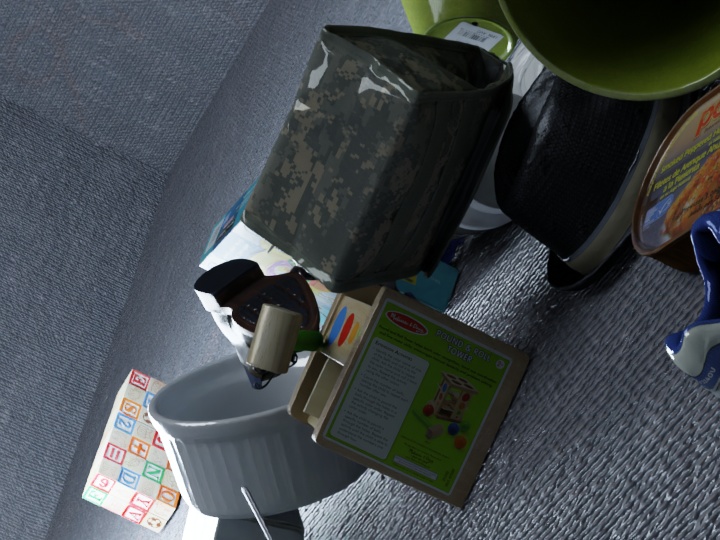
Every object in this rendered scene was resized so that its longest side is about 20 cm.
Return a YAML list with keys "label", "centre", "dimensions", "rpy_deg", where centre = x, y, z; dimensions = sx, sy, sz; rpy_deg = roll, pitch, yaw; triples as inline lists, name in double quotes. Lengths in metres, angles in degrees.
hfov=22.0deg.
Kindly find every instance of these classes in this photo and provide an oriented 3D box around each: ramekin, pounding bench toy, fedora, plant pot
- label: "ramekin"
  centre: [-0.081, 0.140, 1.635]
  dimensions: [0.201, 0.199, 0.099]
  rpy_deg: [-122, 18, -75]
- label: "pounding bench toy"
  centre: [-0.001, 0.072, 1.415]
  dimensions: [0.125, 0.199, 0.156]
  rpy_deg: [-65, 13, -1]
- label: "fedora"
  centre: [0.157, -0.090, 1.313]
  dimensions: [0.201, 0.091, 0.201]
  rpy_deg: [-59, 14, 25]
- label: "plant pot"
  centre: [0.104, -0.306, 1.811]
  dimensions: [0.187, 0.186, 0.202]
  rpy_deg: [134, 144, -55]
- label: "plant pot"
  centre: [0.203, -0.243, 1.257]
  dimensions: [0.188, 0.186, 0.200]
  rpy_deg: [-56, 1, 35]

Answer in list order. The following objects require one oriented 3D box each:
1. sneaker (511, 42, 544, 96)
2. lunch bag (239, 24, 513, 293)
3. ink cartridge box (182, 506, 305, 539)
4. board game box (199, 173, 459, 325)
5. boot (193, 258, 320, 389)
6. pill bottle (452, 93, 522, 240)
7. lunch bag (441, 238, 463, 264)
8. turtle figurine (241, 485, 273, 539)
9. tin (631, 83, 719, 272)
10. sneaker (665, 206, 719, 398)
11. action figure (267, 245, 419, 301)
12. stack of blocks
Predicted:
- label: "sneaker"
  centre: [0.190, -0.210, 1.490]
  dimensions: [0.099, 0.077, 0.202]
  rpy_deg: [-126, 53, -69]
- label: "lunch bag"
  centre: [0.031, -0.084, 1.356]
  dimensions: [0.199, 0.117, 0.165]
  rpy_deg: [-11, -49, -56]
- label: "ink cartridge box"
  centre: [-0.115, 0.263, 1.723]
  dimensions: [0.200, 0.087, 0.147]
  rpy_deg: [-125, 48, -73]
- label: "board game box"
  centre: [-0.031, -0.002, 1.677]
  dimensions: [0.151, 0.199, 0.047]
  rpy_deg: [-39, 27, 63]
- label: "boot"
  centre: [-0.068, 0.056, 1.559]
  dimensions: [0.074, 0.097, 0.200]
  rpy_deg: [-32, 24, -14]
- label: "pill bottle"
  centre: [0.085, -0.088, 1.555]
  dimensions: [0.117, 0.115, 0.200]
  rpy_deg: [-67, 12, -11]
- label: "lunch bag"
  centre: [0.001, -0.062, 1.739]
  dimensions: [0.125, 0.169, 0.200]
  rpy_deg: [-63, 11, 2]
- label: "turtle figurine"
  centre: [-0.082, 0.299, 1.385]
  dimensions: [0.193, 0.143, 0.202]
  rpy_deg: [17, 125, 60]
- label: "tin"
  centre: [0.228, -0.068, 1.111]
  dimensions: [0.200, 0.042, 0.113]
  rpy_deg: [140, 149, -62]
- label: "sneaker"
  centre: [0.219, -0.025, 0.949]
  dimensions: [0.201, 0.088, 0.075]
  rpy_deg: [-69, 11, -22]
- label: "action figure"
  centre: [0.000, 0.000, 1.547]
  dimensions: [0.069, 0.201, 0.130]
  rpy_deg: [-41, 6, -33]
- label: "stack of blocks"
  centre: [-0.288, 0.239, 2.475]
  dimensions: [0.059, 0.114, 0.201]
  rpy_deg: [-54, 15, 38]
